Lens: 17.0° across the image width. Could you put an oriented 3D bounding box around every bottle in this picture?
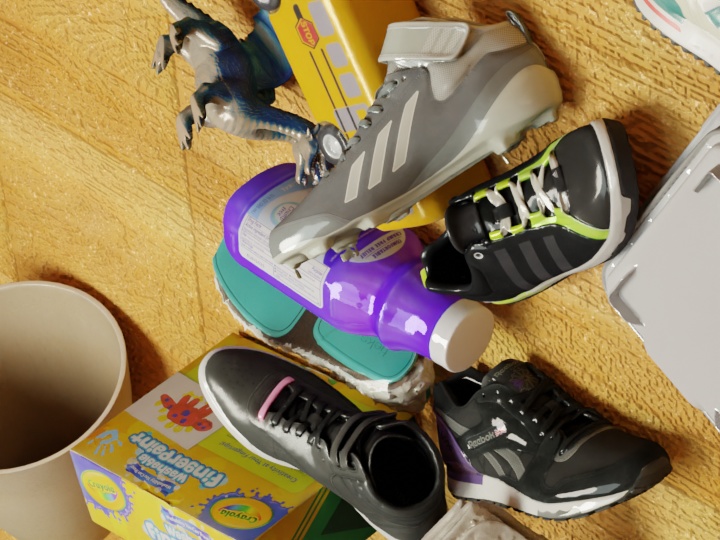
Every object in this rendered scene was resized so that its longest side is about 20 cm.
[{"bbox_3d":[0.000,0.000,1.578,0.200,0.083,0.066,33,140,34],"label":"bottle"}]

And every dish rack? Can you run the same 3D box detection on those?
[{"bbox_3d":[0.216,0.016,1.344,0.172,0.043,0.200,50,147,12],"label":"dish rack"}]

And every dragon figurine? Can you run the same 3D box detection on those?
[{"bbox_3d":[-0.080,-0.138,1.591,0.201,0.099,0.059,69,153,18],"label":"dragon figurine"}]

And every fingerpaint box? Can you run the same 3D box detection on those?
[{"bbox_3d":[-0.079,0.143,1.724,0.200,0.167,0.074,21,136,42],"label":"fingerpaint box"}]

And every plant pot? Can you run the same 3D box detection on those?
[{"bbox_3d":[-0.263,0.143,1.983,0.187,0.187,0.200,35,155,31],"label":"plant pot"}]

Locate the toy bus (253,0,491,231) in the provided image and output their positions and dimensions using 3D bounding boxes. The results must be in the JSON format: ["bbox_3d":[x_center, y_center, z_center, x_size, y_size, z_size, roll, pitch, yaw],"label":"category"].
[{"bbox_3d":[0.003,-0.127,1.485,0.078,0.065,0.201,-7,111,54],"label":"toy bus"}]

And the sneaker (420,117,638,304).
[{"bbox_3d":[0.093,-0.024,1.415,0.200,0.082,0.072,131,131,-57],"label":"sneaker"}]

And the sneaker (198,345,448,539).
[{"bbox_3d":[-0.019,0.103,1.597,0.200,0.071,0.099,36,160,6],"label":"sneaker"}]

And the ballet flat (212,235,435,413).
[{"bbox_3d":[-0.025,0.041,1.668,0.200,0.072,0.072,36,142,33],"label":"ballet flat"}]

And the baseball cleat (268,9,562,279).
[{"bbox_3d":[0.019,-0.084,1.425,0.107,0.199,0.070,61,-173,4],"label":"baseball cleat"}]

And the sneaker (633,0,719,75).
[{"bbox_3d":[0.215,-0.135,1.192,0.200,0.070,0.094,38,149,32],"label":"sneaker"}]

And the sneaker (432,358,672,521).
[{"bbox_3d":[0.110,0.102,1.531,0.200,0.076,0.088,-1,111,53],"label":"sneaker"}]

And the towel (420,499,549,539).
[{"bbox_3d":[0.097,0.242,1.553,0.200,0.133,0.035,41,-170,-21],"label":"towel"}]
